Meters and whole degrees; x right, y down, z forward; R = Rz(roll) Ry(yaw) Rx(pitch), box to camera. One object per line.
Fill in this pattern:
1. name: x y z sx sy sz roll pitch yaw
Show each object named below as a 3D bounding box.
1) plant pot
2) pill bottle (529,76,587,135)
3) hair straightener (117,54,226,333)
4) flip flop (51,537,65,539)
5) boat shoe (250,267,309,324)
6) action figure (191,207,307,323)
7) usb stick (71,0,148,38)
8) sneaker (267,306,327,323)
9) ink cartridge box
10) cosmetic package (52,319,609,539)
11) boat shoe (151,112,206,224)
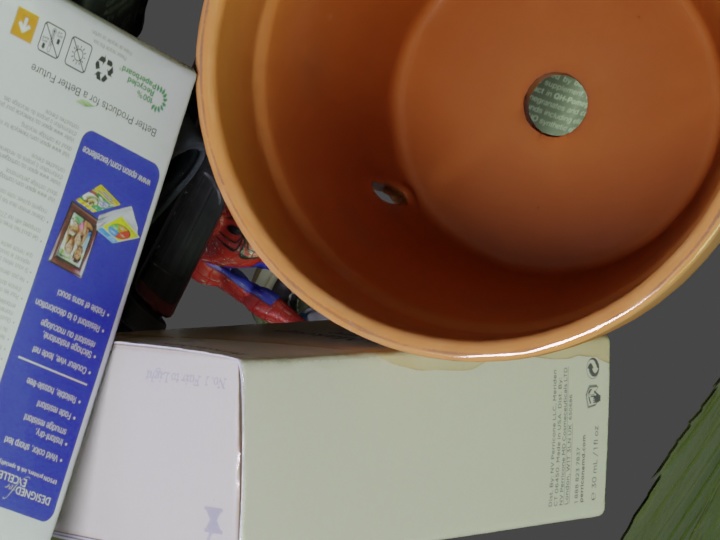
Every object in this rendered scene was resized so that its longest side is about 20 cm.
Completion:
1. plant pot: 0.057 -0.065 0.954 0.200 0.200 0.140 -59 164 5
2. pill bottle: 0.087 -0.125 1.216 0.111 0.111 0.200 -20 139 -61
3. hair straightener: -0.071 -0.023 1.025 0.077 0.041 0.201 -13 -128 51
4. flip flop: -0.147 0.104 0.895 0.058 0.081 0.200 -30 180 35
5. boat shoe: 0.001 0.023 1.307 0.073 0.065 0.200 -54 160 -4
6. action figure: 0.000 0.000 1.151 0.200 0.099 0.065 14 103 -42
7. usb stick: -0.079 -0.149 0.883 0.055 0.033 0.200 -48 160 -45
8. sneaker: -0.072 0.087 1.251 0.086 0.075 0.200 -5 141 -26
9. ink cartridge box: -0.121 0.009 0.873 0.095 0.037 0.201 27 73 -48
10. cosmetic package: -0.009 0.058 0.967 0.200 0.103 0.073 -1 94 -49
11. boat shoe: -0.130 0.013 0.964 0.200 0.062 0.073 -55 165 -3
